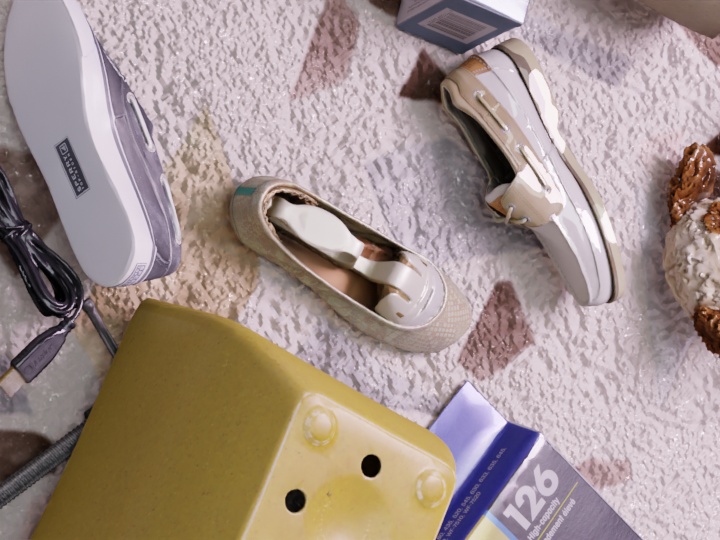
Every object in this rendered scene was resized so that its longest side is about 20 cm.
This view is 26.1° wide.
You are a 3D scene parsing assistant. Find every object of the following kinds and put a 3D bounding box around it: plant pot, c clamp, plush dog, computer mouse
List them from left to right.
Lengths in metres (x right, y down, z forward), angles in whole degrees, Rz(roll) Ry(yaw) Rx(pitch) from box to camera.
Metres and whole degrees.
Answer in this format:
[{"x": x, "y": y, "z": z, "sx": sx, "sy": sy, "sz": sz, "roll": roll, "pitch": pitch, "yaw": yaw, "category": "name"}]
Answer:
[{"x": -0.266, "y": 0.033, "z": 0.939, "sx": 0.141, "sy": 0.046, "sz": 0.200, "roll": 49, "pitch": 61, "yaw": -5, "category": "computer mouse"}, {"x": -0.196, "y": 0.147, "z": 0.976, "sx": 0.200, "sy": 0.027, "sz": 0.172, "roll": -42, "pitch": 108, "yaw": -22, "category": "c clamp"}, {"x": -0.053, "y": 0.142, "z": 0.927, "sx": 0.193, "sy": 0.199, "sz": 0.197, "roll": 31, "pitch": 72, "yaw": -26, "category": "plant pot"}, {"x": 0.308, "y": -0.012, "z": 1.162, "sx": 0.170, "sy": 0.161, "sz": 0.202, "roll": -6, "pitch": 60, "yaw": -10, "category": "plush dog"}]

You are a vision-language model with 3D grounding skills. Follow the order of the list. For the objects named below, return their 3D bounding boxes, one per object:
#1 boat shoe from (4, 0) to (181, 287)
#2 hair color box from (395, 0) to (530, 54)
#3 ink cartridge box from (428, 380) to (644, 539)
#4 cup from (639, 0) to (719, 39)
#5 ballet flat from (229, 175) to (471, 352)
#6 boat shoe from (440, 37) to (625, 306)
[{"x": -0.164, "y": -0.088, "z": 0.986, "sx": 0.068, "sy": 0.071, "sz": 0.202, "roll": -9, "pitch": 74, "yaw": -56, "category": "boat shoe"}, {"x": 0.092, "y": -0.264, "z": 1.089, "sx": 0.060, "sy": 0.099, "sz": 0.202, "roll": 18, "pitch": 79, "yaw": -20, "category": "hair color box"}, {"x": 0.092, "y": 0.216, "z": 1.083, "sx": 0.200, "sy": 0.047, "sz": 0.198, "roll": 45, "pitch": 72, "yaw": -17, "category": "ink cartridge box"}, {"x": 0.216, "y": -0.284, "z": 1.112, "sx": 0.142, "sy": 0.200, "sz": 0.202, "roll": 17, "pitch": 78, "yaw": 3, "category": "cup"}, {"x": 0.000, "y": 0.000, "z": 1.049, "sx": 0.199, "sy": 0.062, "sz": 0.068, "roll": 28, "pitch": 76, "yaw": -19, "category": "ballet flat"}, {"x": 0.120, "y": -0.060, "z": 1.105, "sx": 0.068, "sy": 0.075, "sz": 0.202, "roll": -25, "pitch": 89, "yaw": -17, "category": "boat shoe"}]
